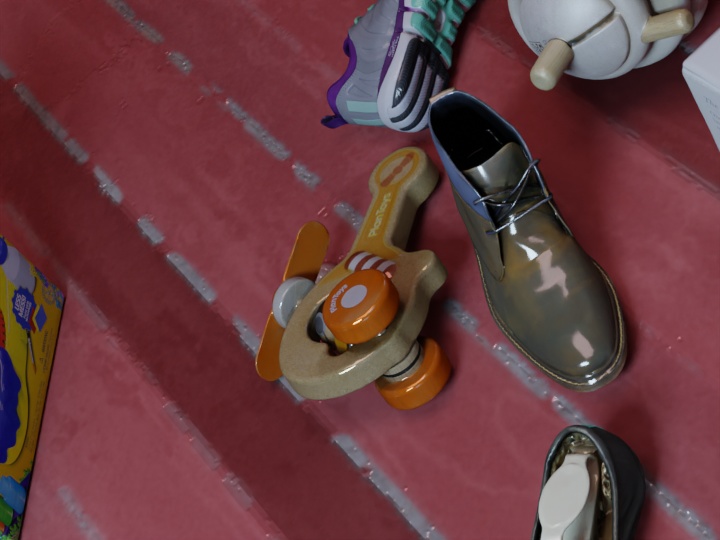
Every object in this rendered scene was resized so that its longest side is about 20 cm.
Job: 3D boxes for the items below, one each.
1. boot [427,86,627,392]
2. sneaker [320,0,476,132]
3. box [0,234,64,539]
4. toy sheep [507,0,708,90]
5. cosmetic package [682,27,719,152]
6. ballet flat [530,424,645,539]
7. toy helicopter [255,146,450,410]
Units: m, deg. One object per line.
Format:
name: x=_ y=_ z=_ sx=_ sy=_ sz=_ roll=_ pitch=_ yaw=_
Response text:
boot: x=0.089 y=-0.021 z=0.973 sx=0.074 sy=0.097 sz=0.201 roll=-32 pitch=46 yaw=7
sneaker: x=0.029 y=-0.188 z=1.153 sx=0.087 sy=0.074 sz=0.201 roll=0 pitch=59 yaw=37
box: x=-0.312 y=0.061 z=1.096 sx=0.121 sy=0.193 sz=0.202 roll=-13 pitch=52 yaw=23
toy sheep: x=0.158 y=-0.185 z=1.030 sx=0.137 sy=0.139 sz=0.200 roll=12 pitch=49 yaw=37
cosmetic package: x=0.284 y=-0.034 z=0.792 sx=0.123 sy=0.200 sz=0.199 roll=-43 pitch=47 yaw=-3
ballet flat: x=0.100 y=0.169 z=0.848 sx=0.067 sy=0.068 sz=0.202 roll=-5 pitch=56 yaw=28
toy helicopter: x=0.000 y=0.000 z=1.047 sx=0.131 sy=0.079 sz=0.201 roll=-13 pitch=41 yaw=35
